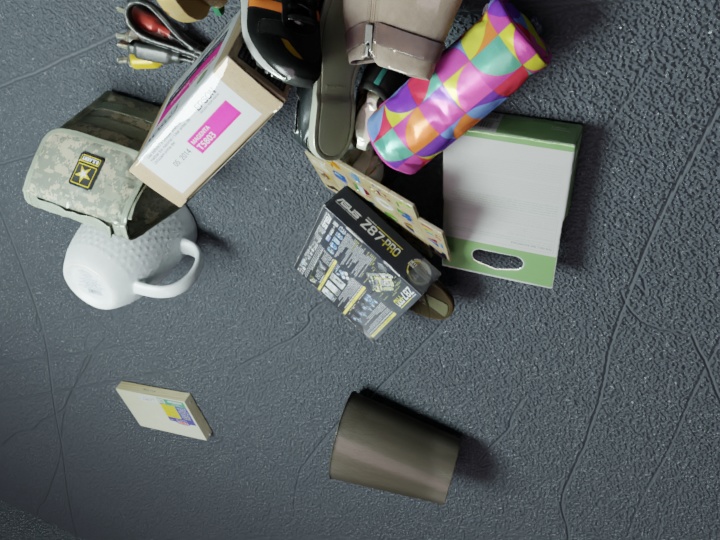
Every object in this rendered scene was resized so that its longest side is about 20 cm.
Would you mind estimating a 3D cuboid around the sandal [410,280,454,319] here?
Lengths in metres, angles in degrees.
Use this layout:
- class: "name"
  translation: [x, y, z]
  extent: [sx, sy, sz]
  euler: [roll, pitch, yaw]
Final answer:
- class: "sandal"
  translation: [0.048, -0.007, 0.938]
  extent: [0.199, 0.055, 0.082]
  euler: [31, 148, 23]

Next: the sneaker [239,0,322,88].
- class: "sneaker"
  translation: [-0.071, -0.271, 0.665]
  extent: [0.070, 0.201, 0.090]
  euler: [4, 145, -32]

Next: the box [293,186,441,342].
- class: "box"
  translation: [0.000, 0.000, 0.900]
  extent: [0.161, 0.049, 0.200]
  euler: [44, 153, 5]

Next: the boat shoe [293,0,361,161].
- class: "boat shoe"
  translation: [-0.034, -0.221, 0.733]
  extent: [0.066, 0.074, 0.201]
  euler: [24, 113, 47]

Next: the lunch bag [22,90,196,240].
- class: "lunch bag"
  translation: [-0.320, -0.134, 0.913]
  extent: [0.163, 0.200, 0.118]
  euler: [19, 137, 14]

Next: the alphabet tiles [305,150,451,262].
- class: "alphabet tiles"
  translation: [0.023, -0.077, 0.829]
  extent: [0.200, 0.006, 0.166]
  euler: [33, 172, 21]

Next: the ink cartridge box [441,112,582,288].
- class: "ink cartridge box"
  translation: [0.168, -0.080, 0.798]
  extent: [0.145, 0.048, 0.201]
  euler: [13, 135, 19]

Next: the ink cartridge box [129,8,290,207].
- class: "ink cartridge box"
  translation: [-0.155, -0.192, 0.762]
  extent: [0.075, 0.165, 0.200]
  euler: [37, 128, -26]

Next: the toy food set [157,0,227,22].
- class: "toy food set"
  translation: [-0.177, -0.339, 0.651]
  extent: [0.048, 0.198, 0.201]
  euler: [-18, 113, 13]

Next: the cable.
- class: "cable"
  translation: [-0.214, -0.277, 0.850]
  extent: [0.199, 0.050, 0.097]
  euler: [14, 129, 1]

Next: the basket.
- class: "basket"
  translation: [0.062, 0.312, 1.173]
  extent: [0.199, 0.136, 0.181]
  euler: [16, 131, 10]

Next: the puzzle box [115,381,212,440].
- class: "puzzle box"
  translation: [-0.436, 0.311, 1.531]
  extent: [0.199, 0.025, 0.134]
  euler: [5, 131, 26]

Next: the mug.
- class: "mug"
  translation: [-0.334, -0.024, 1.043]
  extent: [0.199, 0.176, 0.148]
  euler: [20, 137, 12]

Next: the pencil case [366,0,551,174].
- class: "pencil case"
  translation: [0.095, -0.182, 0.688]
  extent: [0.088, 0.089, 0.200]
  euler: [43, 123, -14]

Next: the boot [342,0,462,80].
- class: "boot"
  translation: [0.069, -0.251, 0.633]
  extent: [0.199, 0.070, 0.147]
  euler: [18, 104, 38]

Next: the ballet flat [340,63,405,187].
- class: "ballet flat"
  translation: [0.005, -0.150, 0.810]
  extent: [0.068, 0.069, 0.201]
  euler: [19, 137, 11]
